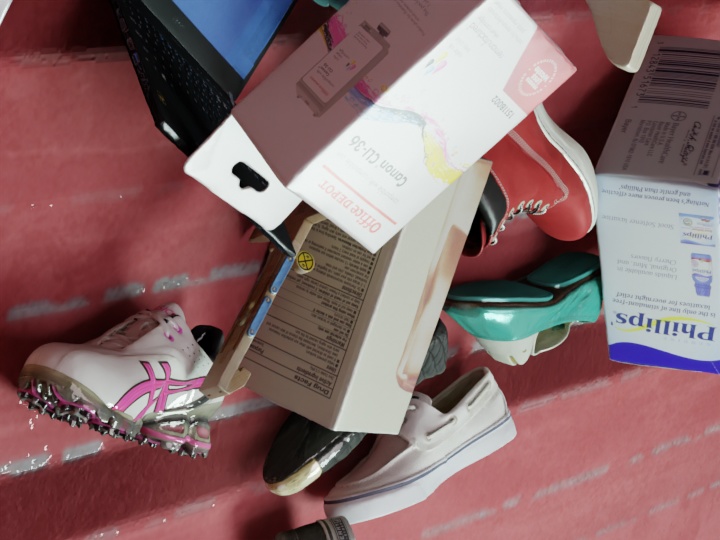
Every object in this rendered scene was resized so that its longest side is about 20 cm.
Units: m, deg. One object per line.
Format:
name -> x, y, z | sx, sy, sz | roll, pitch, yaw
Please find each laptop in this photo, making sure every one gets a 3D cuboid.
laptop -> -0.068, -0.142, 1.384 | 0.103, 0.200, 0.177 | -29, 146, 10

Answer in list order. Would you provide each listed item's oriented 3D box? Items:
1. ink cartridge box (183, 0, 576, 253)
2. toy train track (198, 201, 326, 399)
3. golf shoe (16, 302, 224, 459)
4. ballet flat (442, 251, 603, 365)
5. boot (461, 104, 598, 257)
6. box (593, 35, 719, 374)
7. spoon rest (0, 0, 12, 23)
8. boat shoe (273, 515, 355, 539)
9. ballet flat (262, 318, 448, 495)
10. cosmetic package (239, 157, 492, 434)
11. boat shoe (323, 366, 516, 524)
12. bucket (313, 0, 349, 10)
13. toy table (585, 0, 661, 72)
ink cartridge box -> 0.011, -0.086, 1.302 | 0.200, 0.068, 0.116 | -42, 148, 8
toy train track -> -0.043, 0.003, 1.482 | 0.033, 0.115, 0.200 | 40, 59, -21
golf shoe -> -0.145, 0.059, 1.434 | 0.200, 0.072, 0.092 | 24, 81, -67
ballet flat -> 0.131, 0.036, 1.806 | 0.200, 0.067, 0.071 | -16, 113, -52
boot -> 0.107, -0.047, 1.686 | 0.200, 0.072, 0.145 | 51, 45, -46
box -> 0.262, -0.052, 1.861 | 0.184, 0.105, 0.200 | -63, 153, -43
spoon rest -> -0.228, -0.123, 1.209 | 0.200, 0.061, 0.099 | -63, 147, -7
boat shoe -> -0.045, 0.257, 1.706 | 0.063, 0.071, 0.200 | -8, 131, -16
ballet flat -> 0.003, 0.100, 1.663 | 0.200, 0.066, 0.057 | -43, 123, -35
cosmetic package -> 0.000, 0.000, 1.571 | 0.087, 0.103, 0.201 | 11, 102, -55
boat shoe -> 0.040, 0.127, 1.749 | 0.200, 0.071, 0.070 | -26, 103, -40
bucket -> -0.002, -0.259, 1.317 | 0.135, 0.207, 0.208 | 29, 85, -57
toy table -> 0.178, -0.245, 1.662 | 0.200, 0.117, 0.184 | -6, 115, -55
